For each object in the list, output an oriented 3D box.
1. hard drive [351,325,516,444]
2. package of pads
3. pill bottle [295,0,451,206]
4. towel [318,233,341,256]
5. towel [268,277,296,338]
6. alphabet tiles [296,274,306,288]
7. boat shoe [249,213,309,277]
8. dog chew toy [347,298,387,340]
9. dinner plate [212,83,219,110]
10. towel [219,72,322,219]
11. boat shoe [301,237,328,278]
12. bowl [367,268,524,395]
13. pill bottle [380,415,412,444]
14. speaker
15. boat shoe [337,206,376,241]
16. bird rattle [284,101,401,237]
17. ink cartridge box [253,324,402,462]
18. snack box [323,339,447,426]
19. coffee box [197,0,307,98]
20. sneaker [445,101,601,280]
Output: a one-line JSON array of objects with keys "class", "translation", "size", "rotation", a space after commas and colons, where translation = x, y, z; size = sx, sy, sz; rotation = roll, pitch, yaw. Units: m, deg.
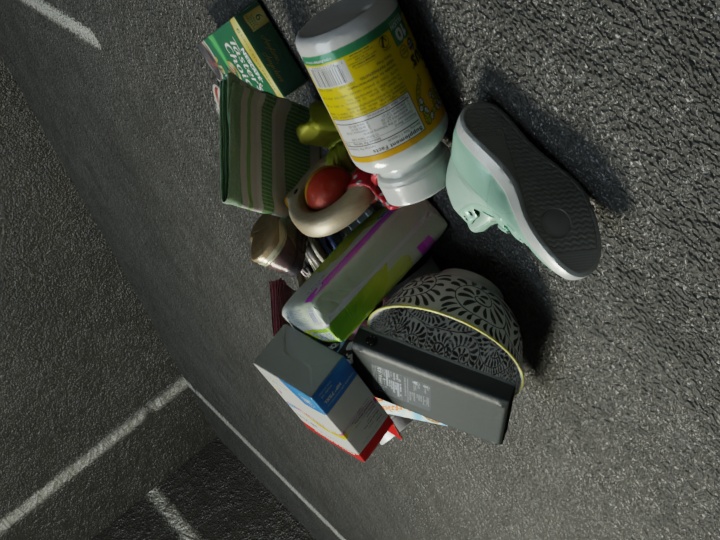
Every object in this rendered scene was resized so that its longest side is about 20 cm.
[{"class": "hard drive", "translation": [0.087, 0.142, 1.314], "size": [0.197, 0.033, 0.140], "rotation": [20, 153, 14]}, {"class": "package of pads", "translation": [0.000, 0.000, 1.330], "size": [0.068, 0.200, 0.154], "rotation": [47, 163, -9]}, {"class": "pill bottle", "translation": [0.023, -0.172, 1.107], "size": [0.112, 0.112, 0.202], "rotation": [20, 142, 58]}, {"class": "towel", "translation": [-0.053, -0.072, 1.501], "size": [0.148, 0.024, 0.200], "rotation": [59, -176, -17]}, {"class": "towel", "translation": [-0.062, 0.110, 1.561], "size": [0.199, 0.022, 0.146], "rotation": [36, -141, -49]}, {"class": "alphabet tiles", "translation": [-0.101, -0.064, 1.613], "size": [0.200, 0.014, 0.199], "rotation": [78, 179, -82]}, {"class": "boat shoe", "translation": [-0.098, -0.043, 1.385], "size": [0.065, 0.072, 0.200], "rotation": [42, -167, -15]}, {"class": "dog chew toy", "translation": [0.020, 0.088, 1.580], "size": [0.124, 0.124, 0.201], "rotation": [44, 167, 24]}, {"class": "dinner plate", "translation": [-0.170, -0.192, 1.638], "size": [0.202, 0.024, 0.201], "rotation": [59, 171, 16]}, {"class": "towel", "translation": [-0.103, -0.143, 1.318], "size": [0.023, 0.156, 0.199], "rotation": [-6, 171, 30]}, {"class": "boat shoe", "translation": [-0.061, -0.003, 1.498], "size": [0.068, 0.056, 0.200], "rotation": [61, -176, 11]}, {"class": "bowl", "translation": [0.115, 0.061, 1.286], "size": [0.198, 0.095, 0.202], "rotation": [21, 153, 11]}, {"class": "pill bottle", "translation": [0.005, 0.180, 1.781], "size": [0.201, 0.111, 0.111], "rotation": [52, 162, 3]}, {"class": "speaker", "translation": [0.112, 0.083, 1.399], "size": [0.202, 0.081, 0.081], "rotation": [56, 161, -7]}, {"class": "boat shoe", "translation": [0.003, -0.058, 1.458], "size": [0.202, 0.071, 0.062], "rotation": [56, -173, 1]}, {"class": "bird rattle", "translation": [-0.010, -0.101, 1.266], "size": [0.113, 0.163, 0.200], "rotation": [44, -179, -42]}, {"class": "ink cartridge box", "translation": [-0.037, 0.166, 1.370], "size": [0.115, 0.068, 0.201], "rotation": [24, 157, 42]}, {"class": "snack box", "translation": [0.028, 0.147, 1.468], "size": [0.198, 0.037, 0.117], "rotation": [4, 139, 47]}, {"class": "coffee box", "translation": [-0.149, -0.277, 1.445], "size": [0.124, 0.044, 0.199], "rotation": [58, 161, -14]}, {"class": "sneaker", "translation": [0.154, -0.055, 1.052], "size": [0.202, 0.073, 0.119], "rotation": [56, 158, 22]}]
